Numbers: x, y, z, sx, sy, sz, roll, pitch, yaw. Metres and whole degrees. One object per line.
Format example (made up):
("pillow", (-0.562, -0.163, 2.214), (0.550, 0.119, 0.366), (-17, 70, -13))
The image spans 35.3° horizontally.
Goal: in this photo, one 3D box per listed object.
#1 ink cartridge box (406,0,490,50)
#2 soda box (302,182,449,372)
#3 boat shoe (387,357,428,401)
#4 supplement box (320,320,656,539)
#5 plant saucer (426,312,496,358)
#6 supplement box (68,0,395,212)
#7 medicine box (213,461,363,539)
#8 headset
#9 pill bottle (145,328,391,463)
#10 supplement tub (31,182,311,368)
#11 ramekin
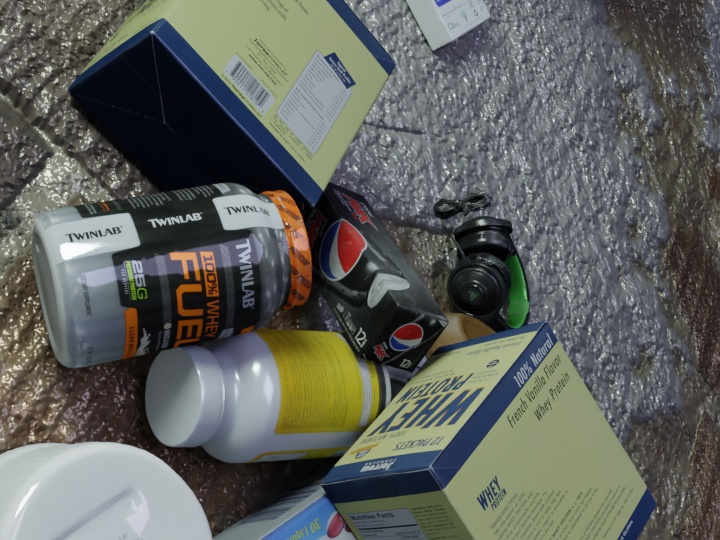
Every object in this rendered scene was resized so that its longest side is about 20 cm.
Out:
("ink cartridge box", (0.075, -0.368, 1.337), (0.099, 0.039, 0.201), (-37, 104, -45))
("soda box", (0.000, 0.000, 1.039), (0.071, 0.063, 0.200), (19, 26, -39))
("boat shoe", (0.062, 0.148, 1.110), (0.202, 0.074, 0.086), (36, 36, -39))
("supplement box", (0.112, 0.188, 0.951), (0.200, 0.134, 0.200), (-44, 107, -40))
("plant saucer", (0.140, 0.109, 1.155), (0.200, 0.035, 0.200), (41, 17, -15))
("supplement box", (-0.107, -0.173, 1.007), (0.200, 0.134, 0.200), (47, 49, -24))
("medicine box", (-0.023, 0.287, 0.960), (0.182, 0.103, 0.201), (-26, 94, -46))
("headset", (0.143, -0.012, 1.230), (0.200, 0.094, 0.124), (47, 40, -37))
("pill bottle", (-0.077, 0.106, 0.964), (0.199, 0.112, 0.113), (6, 72, -44))
("supplement tub", (-0.146, -0.001, 0.884), (0.199, 0.122, 0.123), (-12, 83, -22))
("ramekin", (-0.200, 0.219, 0.814), (0.200, 0.098, 0.201), (17, 65, -40))
